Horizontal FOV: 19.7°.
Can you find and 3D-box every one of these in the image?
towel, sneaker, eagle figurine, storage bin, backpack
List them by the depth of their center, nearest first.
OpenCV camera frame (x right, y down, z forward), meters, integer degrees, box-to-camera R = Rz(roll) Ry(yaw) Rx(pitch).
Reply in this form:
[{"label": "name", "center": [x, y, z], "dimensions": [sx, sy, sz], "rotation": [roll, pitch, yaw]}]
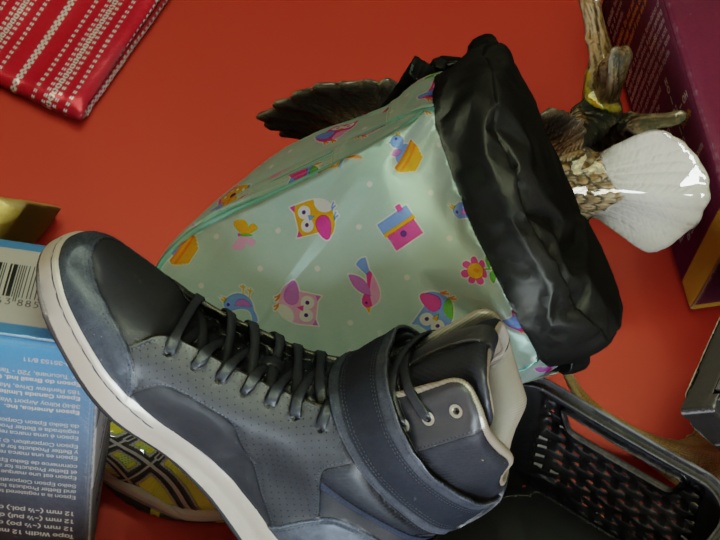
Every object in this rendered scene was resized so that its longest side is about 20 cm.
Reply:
[{"label": "sneaker", "center": [-0.023, 0.036, 0.848], "dimensions": [0.202, 0.146, 0.077], "rotation": [47, 32, -17]}, {"label": "backpack", "center": [0.000, 0.000, 0.947], "dimensions": [0.200, 0.127, 0.167], "rotation": [-23, 90, 15]}, {"label": "storage bin", "center": [0.066, 0.162, 0.957], "dimensions": [0.135, 0.094, 0.200], "rotation": [30, 54, 22]}, {"label": "sneaker", "center": [-0.114, 0.067, 1.015], "dimensions": [0.200, 0.076, 0.075], "rotation": [15, 61, -3]}, {"label": "eagle figurine", "center": [0.061, -0.044, 1.071], "dimensions": [0.200, 0.151, 0.152], "rotation": [-24, 79, -29]}, {"label": "towel", "center": [-0.206, -0.181, 1.157], "dimensions": [0.200, 0.022, 0.145], "rotation": [27, 64, 6]}]

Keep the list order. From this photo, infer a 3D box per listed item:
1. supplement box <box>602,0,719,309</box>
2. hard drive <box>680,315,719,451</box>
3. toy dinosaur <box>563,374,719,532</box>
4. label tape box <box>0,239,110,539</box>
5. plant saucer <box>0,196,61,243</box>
[{"label": "supplement box", "center": [0.224, -0.094, 1.124], "dimensions": [0.131, 0.103, 0.200], "rotation": [-9, 65, -10]}, {"label": "hard drive", "center": [0.254, 0.070, 1.023], "dimensions": [0.200, 0.038, 0.140], "rotation": [40, 62, -24]}, {"label": "toy dinosaur", "center": [0.182, 0.111, 1.054], "dimensions": [0.200, 0.058, 0.101], "rotation": [15, 48, -8]}, {"label": "label tape box", "center": [-0.188, 0.072, 0.947], "dimensions": [0.143, 0.200, 0.066], "rotation": [7, 47, -3]}, {"label": "plant saucer", "center": [-0.254, -0.023, 0.996], "dimensions": [0.200, 0.200, 0.048], "rotation": [8, 91, -3]}]
